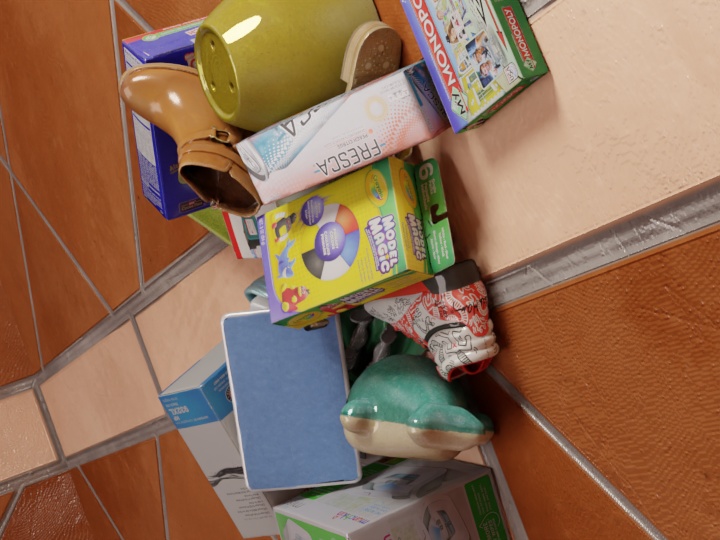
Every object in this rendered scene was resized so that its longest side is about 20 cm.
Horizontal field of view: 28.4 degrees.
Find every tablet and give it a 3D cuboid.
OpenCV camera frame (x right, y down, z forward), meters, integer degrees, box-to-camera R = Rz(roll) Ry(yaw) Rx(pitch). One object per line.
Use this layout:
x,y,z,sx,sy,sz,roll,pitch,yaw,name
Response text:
-0.074,0.137,1.526,0.014,0.130,0.200,-52,-46,-78,tablet

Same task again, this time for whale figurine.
0.059,0.134,1.402,0.200,0.159,0.104,163,114,-76,whale figurine

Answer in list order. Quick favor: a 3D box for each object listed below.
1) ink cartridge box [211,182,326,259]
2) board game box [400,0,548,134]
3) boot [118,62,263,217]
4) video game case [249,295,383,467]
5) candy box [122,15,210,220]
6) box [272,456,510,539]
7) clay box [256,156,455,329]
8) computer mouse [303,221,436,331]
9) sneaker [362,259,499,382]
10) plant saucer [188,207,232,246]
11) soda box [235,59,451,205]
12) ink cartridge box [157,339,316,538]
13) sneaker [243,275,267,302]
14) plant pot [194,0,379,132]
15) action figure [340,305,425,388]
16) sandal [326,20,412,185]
-0.074,-0.061,1.558,0.200,0.116,0.067,0,109,65,ink cartridge box
0.081,-0.232,1.215,0.200,0.029,0.135,68,155,6,board game box
-0.169,-0.134,1.454,0.155,0.200,0.074,-74,7,-58,boot
-0.046,0.140,1.663,0.182,0.024,0.200,19,129,26,video game case
-0.170,-0.180,1.607,0.077,0.169,0.200,39,141,46,candy box
0.030,0.275,1.513,0.200,0.176,0.097,-1,107,65,box
-0.007,-0.028,1.356,0.200,0.048,0.115,-23,67,35,clay box
0.000,0.000,1.415,0.046,0.140,0.200,49,159,-13,computer mouse
0.067,0.059,1.410,0.201,0.067,0.108,-20,87,63,sneaker
-0.197,-0.153,1.829,0.200,0.048,0.200,32,135,54,plant saucer
-0.014,-0.128,1.323,0.200,0.064,0.068,-20,100,31,soda box
-0.115,0.182,1.623,0.084,0.145,0.200,-17,108,42,ink cartridge box
-0.077,0.091,1.713,0.200,0.082,0.074,58,154,23,sneaker
-0.082,-0.214,1.433,0.200,0.142,0.200,46,146,44,plant pot
-0.004,0.121,1.565,0.118,0.055,0.200,36,137,19,action figure
0.018,-0.128,1.369,0.070,0.078,0.212,42,137,45,sandal
